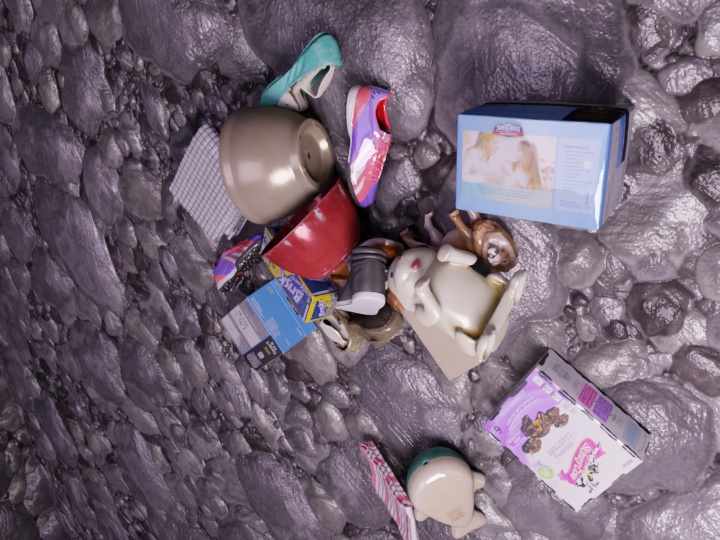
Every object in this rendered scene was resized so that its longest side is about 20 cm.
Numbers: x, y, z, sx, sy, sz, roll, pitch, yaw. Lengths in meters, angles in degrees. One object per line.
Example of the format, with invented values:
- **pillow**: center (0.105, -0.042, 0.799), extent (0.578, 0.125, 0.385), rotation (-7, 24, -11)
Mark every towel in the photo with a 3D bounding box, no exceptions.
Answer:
- **towel**: center (0.060, 0.458, 1.209), extent (0.200, 0.029, 0.149), rotation (-134, 27, -56)
- **towel**: center (-0.282, -0.177, 1.215), extent (0.166, 0.085, 0.200), rotation (47, 129, 7)

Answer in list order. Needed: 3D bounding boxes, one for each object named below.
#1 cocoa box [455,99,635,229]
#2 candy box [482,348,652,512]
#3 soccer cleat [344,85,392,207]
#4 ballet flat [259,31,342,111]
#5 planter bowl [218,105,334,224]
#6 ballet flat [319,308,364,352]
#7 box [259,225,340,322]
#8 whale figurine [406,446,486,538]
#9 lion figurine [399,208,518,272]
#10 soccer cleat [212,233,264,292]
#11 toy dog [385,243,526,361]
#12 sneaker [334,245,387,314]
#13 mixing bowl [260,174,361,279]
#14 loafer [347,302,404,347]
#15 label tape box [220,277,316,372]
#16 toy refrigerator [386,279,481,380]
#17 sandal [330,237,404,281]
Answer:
- **cocoa box**: center (0.240, -0.148, 0.795), extent (0.197, 0.131, 0.136), rotation (13, 118, 32)
- **candy box**: center (0.326, 0.257, 0.960), extent (0.199, 0.071, 0.169), rotation (41, 129, 15)
- **soccer cleat**: center (0.017, -0.199, 0.988), extent (0.072, 0.068, 0.204), rotation (9, 115, 24)
- **ballet flat**: center (-0.102, -0.315, 1.018), extent (0.199, 0.067, 0.071), rotation (-32, 82, 40)
- **planter bowl**: center (-0.128, -0.187, 1.024), extent (0.133, 0.200, 0.204), rotation (-4, 109, 28)
- **ballet flat**: center (-0.070, 0.080, 1.183), extent (0.201, 0.070, 0.071), rotation (50, 131, 7)
- **box**: center (-0.119, 0.002, 1.142), extent (0.201, 0.063, 0.071), rotation (51, 136, 33)
- **whale figurine**: center (0.167, 0.425, 1.153), extent (0.158, 0.104, 0.201), rotation (-32, 115, 6)
- **lion figurine**: center (0.156, -0.043, 0.961), extent (0.199, 0.072, 0.123), rotation (-12, 117, 54)
- **soccer cleat**: center (-0.258, -0.030, 1.270), extent (0.200, 0.068, 0.074), rotation (-42, 70, 40)
- **toy dog**: center (0.134, 0.031, 0.906), extent (0.198, 0.194, 0.141), rotation (28, 85, 20)
- **sneaker**: center (0.004, 0.016, 0.996), extent (0.200, 0.069, 0.101), rotation (137, 140, -73)
- **mixing bowl**: center (-0.070, -0.059, 1.051), extent (0.108, 0.201, 0.199), rotation (44, 133, -12)
- **loafer**: center (0.037, 0.097, 1.077), extent (0.067, 0.076, 0.200), rotation (42, 170, -12)
- **label tape box**: center (-0.206, 0.118, 1.306), extent (0.199, 0.063, 0.145), rotation (-36, 88, 42)
- **toy refrigerator**: center (0.133, 0.076, 1.026), extent (0.076, 0.070, 0.201), rotation (-38, 87, 35)
- **sandal**: center (0.006, 0.002, 1.075), extent (0.206, 0.078, 0.060), rotation (-29, 54, 49)
